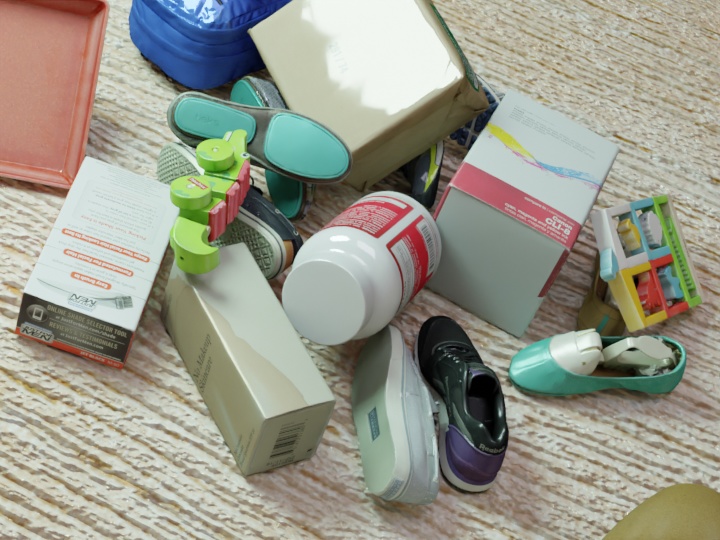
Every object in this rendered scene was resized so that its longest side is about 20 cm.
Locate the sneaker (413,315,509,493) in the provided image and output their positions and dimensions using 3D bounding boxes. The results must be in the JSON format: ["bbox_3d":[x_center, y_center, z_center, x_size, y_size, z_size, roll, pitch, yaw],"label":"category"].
[{"bbox_3d":[0.109,0.110,1.521,0.075,0.088,0.201,3,47,-20],"label":"sneaker"}]

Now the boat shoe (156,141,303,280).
[{"bbox_3d":[-0.135,-0.062,1.597,0.200,0.075,0.062,39,33,26],"label":"boat shoe"}]

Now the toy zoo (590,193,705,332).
[{"bbox_3d":[0.305,-0.009,1.677,0.200,0.020,0.132,-15,86,-54],"label":"toy zoo"}]

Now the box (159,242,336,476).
[{"bbox_3d":[-0.108,0.080,1.458,0.077,0.095,0.200,-13,53,-30],"label":"box"}]

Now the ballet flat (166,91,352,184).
[{"bbox_3d":[-0.103,-0.138,1.620,0.199,0.064,0.068,17,85,-2],"label":"ballet flat"}]

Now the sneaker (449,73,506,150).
[{"bbox_3d":[0.163,-0.170,1.821,0.200,0.077,0.085,43,29,-5],"label":"sneaker"}]

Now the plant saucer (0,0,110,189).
[{"bbox_3d":[-0.370,-0.196,1.590,0.199,0.037,0.201,10,86,-14],"label":"plant saucer"}]

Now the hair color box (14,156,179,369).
[{"bbox_3d":[-0.249,-0.010,1.509,0.110,0.064,0.201,20,43,-5],"label":"hair color box"}]

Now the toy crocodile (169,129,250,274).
[{"bbox_3d":[-0.139,-0.070,1.492,0.061,0.068,0.200,11,35,8],"label":"toy crocodile"}]

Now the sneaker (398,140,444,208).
[{"bbox_3d":[0.046,-0.143,1.762,0.080,0.074,0.201,-1,43,-9],"label":"sneaker"}]

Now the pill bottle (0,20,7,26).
[{"bbox_3d":[-0.429,-0.303,1.685,0.104,0.105,0.200,-16,56,-33],"label":"pill bottle"}]

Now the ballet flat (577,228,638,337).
[{"bbox_3d":[0.290,0.005,1.714,0.068,0.063,0.201,24,44,1],"label":"ballet flat"}]

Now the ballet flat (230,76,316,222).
[{"bbox_3d":[-0.077,-0.134,1.697,0.072,0.072,0.201,-7,53,-27],"label":"ballet flat"}]

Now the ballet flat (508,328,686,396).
[{"bbox_3d":[0.250,0.088,1.612,0.199,0.071,0.068,3,49,-20],"label":"ballet flat"}]

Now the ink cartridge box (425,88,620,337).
[{"bbox_3d":[0.166,-0.065,1.670,0.144,0.146,0.200,28,44,5],"label":"ink cartridge box"}]

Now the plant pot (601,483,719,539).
[{"bbox_3d":[0.281,0.278,1.384,0.186,0.187,0.200,29,31,6],"label":"plant pot"}]

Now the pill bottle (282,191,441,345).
[{"bbox_3d":[0.000,0.000,1.528,0.112,0.113,0.200,31,26,9],"label":"pill bottle"}]

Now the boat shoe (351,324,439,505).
[{"bbox_3d":[0.039,0.140,1.489,0.071,0.070,0.202,25,39,-27],"label":"boat shoe"}]

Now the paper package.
[{"bbox_3d":[0.009,-0.220,1.685,0.201,0.190,0.103,62,14,22],"label":"paper package"}]

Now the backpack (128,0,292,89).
[{"bbox_3d":[-0.163,-0.313,1.763,0.162,0.168,0.200,38,50,24],"label":"backpack"}]
